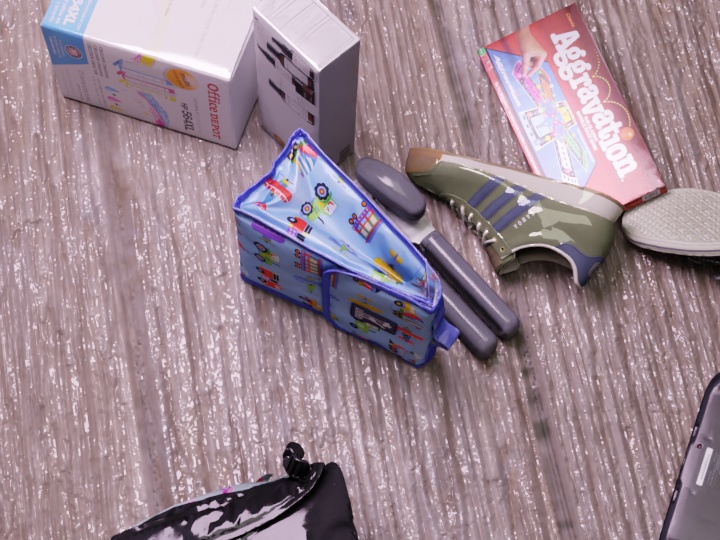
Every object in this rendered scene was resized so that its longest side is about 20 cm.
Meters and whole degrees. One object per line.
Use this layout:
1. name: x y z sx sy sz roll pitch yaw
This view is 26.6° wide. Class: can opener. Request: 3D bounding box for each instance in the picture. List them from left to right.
1. can opener: 0.059 -0.015 1.320 0.053 0.067 0.200 -38 73 -15

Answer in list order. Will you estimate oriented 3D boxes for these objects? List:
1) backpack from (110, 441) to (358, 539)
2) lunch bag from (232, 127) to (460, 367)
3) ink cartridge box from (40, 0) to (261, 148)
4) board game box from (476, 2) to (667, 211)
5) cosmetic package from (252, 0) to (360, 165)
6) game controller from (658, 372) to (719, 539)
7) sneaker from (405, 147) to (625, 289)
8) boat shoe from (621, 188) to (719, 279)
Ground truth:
1. backpack: -0.095 0.244 1.174 0.199 0.127 0.167 -13 57 -6
2. lunch bag: 0.000 0.000 1.267 0.200 0.151 0.094 35 71 13
3. ink cartridge box: -0.161 -0.209 1.361 0.199 0.129 0.126 17 68 6
4. board game box: 0.191 -0.138 1.387 0.103 0.019 0.201 -25 69 7
5. cosmetic package: -0.047 -0.159 1.305 0.051 0.200 0.083 -39 74 -16
6. game controller: 0.318 0.178 1.270 0.104 0.042 0.201 15 66 20
7. sneaker: 0.123 -0.043 1.334 0.199 0.067 0.090 16 86 16
8. boat shoe: 0.330 -0.028 1.339 0.199 0.062 0.075 3 50 15
